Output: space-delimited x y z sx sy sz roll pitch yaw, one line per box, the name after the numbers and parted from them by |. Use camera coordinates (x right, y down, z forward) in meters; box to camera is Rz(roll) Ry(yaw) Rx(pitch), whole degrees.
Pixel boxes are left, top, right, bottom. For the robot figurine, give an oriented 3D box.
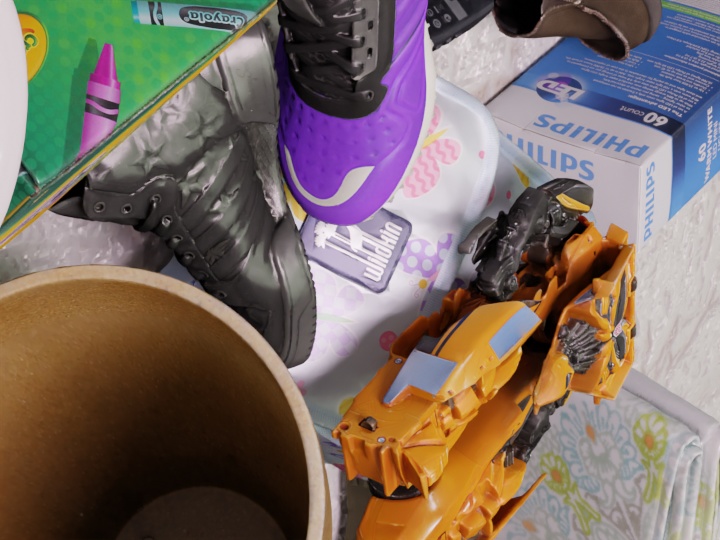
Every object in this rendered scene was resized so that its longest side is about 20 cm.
0.062 0.051 1.023 0.200 0.058 0.145 -45 144 -36 | robot figurine

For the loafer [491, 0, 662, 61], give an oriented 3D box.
0.088 -0.151 1.187 0.071 0.073 0.200 -57 145 0 | loafer

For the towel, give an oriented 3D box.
0.109 0.117 1.249 0.048 0.200 0.171 -18 125 -38 | towel

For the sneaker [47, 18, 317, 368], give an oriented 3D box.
-0.083 -0.038 0.924 0.104 0.060 0.200 -19 119 -22 | sneaker

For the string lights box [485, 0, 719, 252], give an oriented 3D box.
0.161 -0.098 1.295 0.200 0.103 0.059 -41 141 -39 | string lights box

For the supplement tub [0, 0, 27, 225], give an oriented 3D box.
-0.204 -0.057 0.617 0.145 0.200 0.145 -37 138 -43 | supplement tub

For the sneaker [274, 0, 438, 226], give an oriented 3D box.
-0.010 -0.108 0.915 0.100 0.069 0.200 -32 136 -62 | sneaker

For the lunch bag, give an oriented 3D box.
0.000 0.000 1.073 0.200 0.127 0.170 38 74 -48 | lunch bag

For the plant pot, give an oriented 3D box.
-0.090 0.115 0.954 0.187 0.186 0.200 -63 165 -11 | plant pot

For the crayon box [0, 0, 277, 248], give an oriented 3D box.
-0.126 -0.043 0.783 0.119 0.058 0.200 -44 -174 -37 | crayon box

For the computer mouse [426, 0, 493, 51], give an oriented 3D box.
0.050 -0.139 1.047 0.200 0.059 0.034 -32 177 -44 | computer mouse

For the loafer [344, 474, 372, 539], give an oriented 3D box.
0.031 0.150 1.263 0.067 0.076 0.200 -21 126 -45 | loafer
